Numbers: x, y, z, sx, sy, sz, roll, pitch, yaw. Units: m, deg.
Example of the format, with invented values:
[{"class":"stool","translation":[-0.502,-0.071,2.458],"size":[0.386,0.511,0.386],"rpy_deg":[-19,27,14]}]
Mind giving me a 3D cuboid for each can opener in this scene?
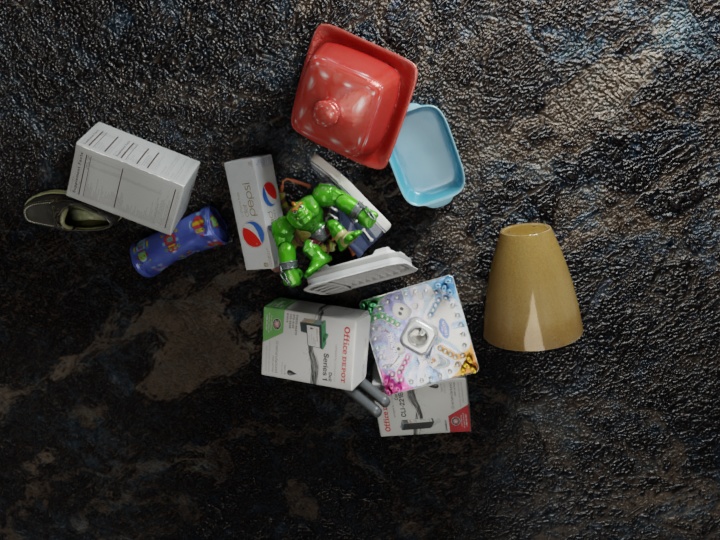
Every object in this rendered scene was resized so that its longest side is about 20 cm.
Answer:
[{"class":"can opener","translation":[-0.018,0.232,1.529],"size":[0.053,0.199,0.067],"rpy_deg":[-49,143,-11]}]

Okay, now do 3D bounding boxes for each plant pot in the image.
[{"class":"plant pot","translation":[0.311,0.020,1.370],"size":[0.184,0.187,0.202],"rpy_deg":[-6,105,9]}]

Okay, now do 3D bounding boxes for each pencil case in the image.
[{"class":"pencil case","translation":[-0.345,-0.055,1.426],"size":[0.198,0.087,0.079],"rpy_deg":[-22,86,17]}]

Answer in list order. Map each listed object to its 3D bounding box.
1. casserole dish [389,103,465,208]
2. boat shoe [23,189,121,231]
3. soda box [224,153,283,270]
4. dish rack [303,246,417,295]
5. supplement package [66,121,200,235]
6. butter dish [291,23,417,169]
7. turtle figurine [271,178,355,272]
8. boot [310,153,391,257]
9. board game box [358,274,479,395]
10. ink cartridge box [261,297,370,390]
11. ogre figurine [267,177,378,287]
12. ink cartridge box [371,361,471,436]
[{"class":"casserole dish","translation":[0.113,-0.208,1.320],"size":[0.120,0.039,0.201],"rpy_deg":[-17,116,15]},{"class":"boat shoe","translation":[-0.559,-0.110,1.421],"size":[0.198,0.066,0.072],"rpy_deg":[1,121,5]},{"class":"soda box","translation":[-0.186,-0.106,1.352],"size":[0.067,0.064,0.202],"rpy_deg":[-3,103,28]},{"class":"dish rack","translation":[0.000,0.000,1.397],"size":[0.198,0.172,0.044],"rpy_deg":[-14,80,14]},{"class":"supplement package","translation":[-0.412,-0.169,1.348],"size":[0.198,0.110,0.114],"rpy_deg":[22,120,-8]},{"class":"butter dish","translation":[-0.034,-0.272,1.216],"size":[0.198,0.148,0.202],"rpy_deg":[27,121,10]},{"class":"turtle figurine","translation":[-0.117,-0.063,1.409],"size":[0.161,0.065,0.200],"rpy_deg":[-36,111,22]},{"class":"boot","translation":[-0.038,-0.115,1.353],"size":[0.090,0.073,0.200],"rpy_deg":[-46,109,1]},{"class":"board game box","translation":[0.115,0.132,1.473],"size":[0.198,0.026,0.202],"rpy_deg":[-16,93,11]},{"class":"ink cartridge box","translation":[-0.089,0.144,1.471],"size":[0.198,0.084,0.148],"rpy_deg":[7,103,17]},{"class":"ogre figurine","translation":[-0.080,-0.072,1.303],"size":[0.200,0.098,0.120],"rpy_deg":[-40,86,27]},{"class":"ink cartridge box","translation":[0.129,0.266,1.565],"size":[0.197,0.084,0.146],"rpy_deg":[-5,119,9]}]
